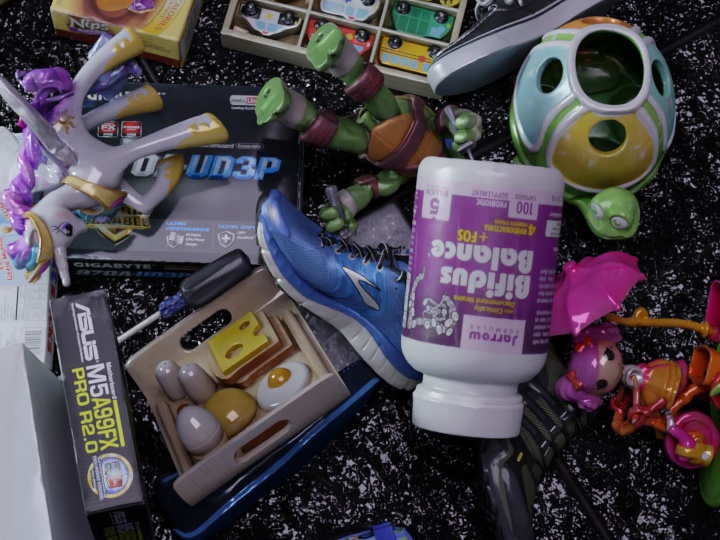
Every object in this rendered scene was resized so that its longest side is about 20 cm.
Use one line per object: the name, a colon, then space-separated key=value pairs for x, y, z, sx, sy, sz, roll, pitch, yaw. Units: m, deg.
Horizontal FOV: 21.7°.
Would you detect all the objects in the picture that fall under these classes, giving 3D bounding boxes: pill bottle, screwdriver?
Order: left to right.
screwdriver: x=-0.172 y=0.044 z=1.494 sx=0.199 sy=0.029 sz=0.028 roll=-35 pitch=115 yaw=0
pill bottle: x=0.088 y=0.020 z=1.400 sx=0.111 sy=0.112 sz=0.202 roll=5 pitch=93 yaw=-1

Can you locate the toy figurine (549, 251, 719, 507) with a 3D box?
toy figurine: x=0.220 y=0.066 z=1.458 sx=0.183 sy=0.150 sz=0.202 roll=15 pitch=95 yaw=-10

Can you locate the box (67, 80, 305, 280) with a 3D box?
box: x=-0.145 y=-0.073 z=1.549 sx=0.198 sy=0.046 sz=0.160 roll=2 pitch=71 yaw=-2

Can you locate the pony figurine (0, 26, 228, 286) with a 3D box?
pony figurine: x=-0.233 y=-0.102 z=1.467 sx=0.193 sy=0.167 sz=0.200 roll=47 pitch=61 yaw=7

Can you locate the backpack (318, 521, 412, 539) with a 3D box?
backpack: x=-0.039 y=0.290 z=1.379 sx=0.198 sy=0.135 sz=0.184 roll=-12 pitch=70 yaw=-4

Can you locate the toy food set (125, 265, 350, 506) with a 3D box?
toy food set: x=-0.101 y=0.080 z=1.424 sx=0.143 sy=0.061 sz=0.200 roll=-35 pitch=31 yaw=0

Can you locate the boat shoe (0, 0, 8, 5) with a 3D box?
boat shoe: x=-0.321 y=-0.268 z=1.597 sx=0.072 sy=0.072 sz=0.200 roll=38 pitch=73 yaw=10

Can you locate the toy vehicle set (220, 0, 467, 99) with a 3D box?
toy vehicle set: x=-0.009 y=-0.230 z=1.624 sx=0.198 sy=0.027 sz=0.125 roll=13 pitch=70 yaw=2

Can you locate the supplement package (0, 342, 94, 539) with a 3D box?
supplement package: x=-0.310 y=0.181 z=1.380 sx=0.198 sy=0.147 sz=0.193 roll=-13 pitch=71 yaw=2

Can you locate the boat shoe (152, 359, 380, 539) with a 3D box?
boat shoe: x=-0.075 y=0.127 z=1.463 sx=0.199 sy=0.084 sz=0.069 roll=-36 pitch=75 yaw=-17

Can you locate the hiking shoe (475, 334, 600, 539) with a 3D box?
hiking shoe: x=0.141 y=0.121 z=1.479 sx=0.100 sy=0.076 sz=0.202 roll=0 pitch=69 yaw=1

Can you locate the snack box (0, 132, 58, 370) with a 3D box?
snack box: x=-0.282 y=-0.016 z=1.527 sx=0.071 sy=0.024 sz=0.202 roll=-3 pitch=70 yaw=9

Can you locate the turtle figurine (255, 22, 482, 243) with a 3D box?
turtle figurine: x=0.020 y=-0.090 z=1.490 sx=0.193 sy=0.143 sz=0.201 roll=34 pitch=57 yaw=-29

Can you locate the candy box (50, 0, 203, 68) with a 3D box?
candy box: x=-0.181 y=-0.285 z=1.620 sx=0.116 sy=0.057 sz=0.201 roll=15 pitch=71 yaw=2

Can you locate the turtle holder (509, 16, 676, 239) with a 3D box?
turtle holder: x=0.187 y=-0.122 z=1.540 sx=0.140 sy=0.132 sz=0.187 roll=24 pitch=70 yaw=5

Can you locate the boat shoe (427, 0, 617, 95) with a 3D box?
boat shoe: x=0.128 y=-0.216 z=1.594 sx=0.199 sy=0.074 sz=0.068 roll=-31 pitch=78 yaw=-19

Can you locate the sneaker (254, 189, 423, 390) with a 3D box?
sneaker: x=0.000 y=0.000 z=1.469 sx=0.200 sy=0.079 sz=0.089 roll=41 pitch=112 yaw=-17

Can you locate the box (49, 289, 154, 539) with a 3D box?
box: x=-0.189 y=0.123 z=1.394 sx=0.044 sy=0.200 sz=0.161 roll=-10 pitch=70 yaw=-7
